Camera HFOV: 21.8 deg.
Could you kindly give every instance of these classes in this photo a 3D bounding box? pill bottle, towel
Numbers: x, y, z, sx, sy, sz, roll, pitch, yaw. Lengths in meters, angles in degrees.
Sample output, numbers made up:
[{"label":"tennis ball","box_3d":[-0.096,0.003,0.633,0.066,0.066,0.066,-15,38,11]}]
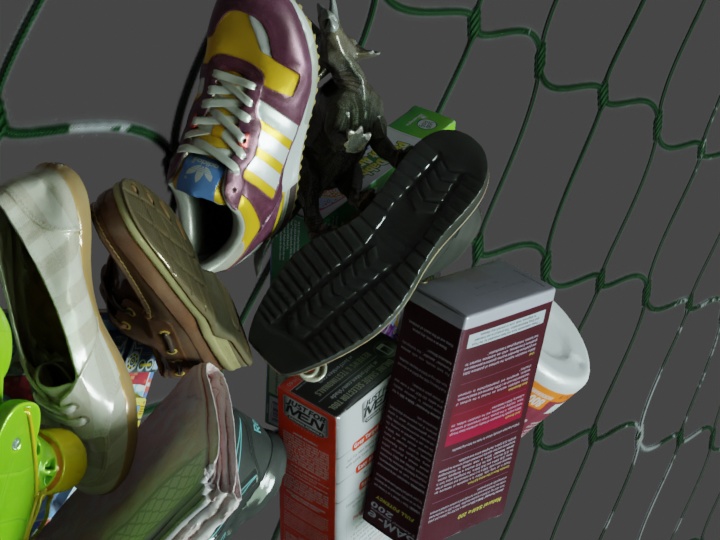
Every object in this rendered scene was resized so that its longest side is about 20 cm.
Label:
[{"label":"pill bottle","box_3d":[0.080,0.105,1.523,0.200,0.114,0.114,-43,165,26]},{"label":"towel","box_3d":[-0.150,0.159,1.113,0.200,0.032,0.191,-46,-164,8]}]

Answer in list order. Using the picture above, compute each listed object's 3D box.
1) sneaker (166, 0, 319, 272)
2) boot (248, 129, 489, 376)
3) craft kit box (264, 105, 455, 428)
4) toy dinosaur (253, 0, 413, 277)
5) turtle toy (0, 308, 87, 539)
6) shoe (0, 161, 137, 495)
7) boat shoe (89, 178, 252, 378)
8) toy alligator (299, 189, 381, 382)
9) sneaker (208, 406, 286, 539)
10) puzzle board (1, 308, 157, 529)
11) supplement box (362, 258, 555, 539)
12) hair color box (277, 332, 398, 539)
[{"label":"sneaker","box_3d":[-0.079,-0.088,1.193,0.090,0.075,0.201,-44,144,-49]},{"label":"boot","box_3d":[0.017,0.006,1.281,0.200,0.077,0.138,-41,166,-5]},{"label":"craft kit box","box_3d":[0.000,0.000,1.453,0.197,0.048,0.201,-42,144,-47]},{"label":"toy dinosaur","box_3d":[-0.022,-0.084,1.295,0.077,0.102,0.201,2,126,-31]},{"label":"turtle toy","box_3d":[-0.230,0.110,1.025,0.146,0.101,0.201,3,106,-65]},{"label":"shoe","box_3d":[-0.179,0.040,1.082,0.053,0.070,0.201,-27,112,-52]},{"label":"boat shoe","box_3d":[-0.127,0.016,1.154,0.067,0.072,0.200,-23,149,3]},{"label":"toy alligator","box_3d":[0.000,0.007,1.355,0.200,0.059,0.054,-54,-169,-27]},{"label":"sneaker","box_3d":[-0.128,0.187,1.337,0.079,0.075,0.201,51,57,-46]},{"label":"puzzle board","box_3d":[-0.195,0.097,1.181,0.200,0.017,0.151,3,107,-63]},{"label":"supplement box","box_3d":[0.073,0.101,1.394,0.109,0.061,0.201,-15,124,-45]},{"label":"hair color box","box_3d":[-0.009,0.150,1.433,0.101,0.061,0.201,-36,141,-39]}]
